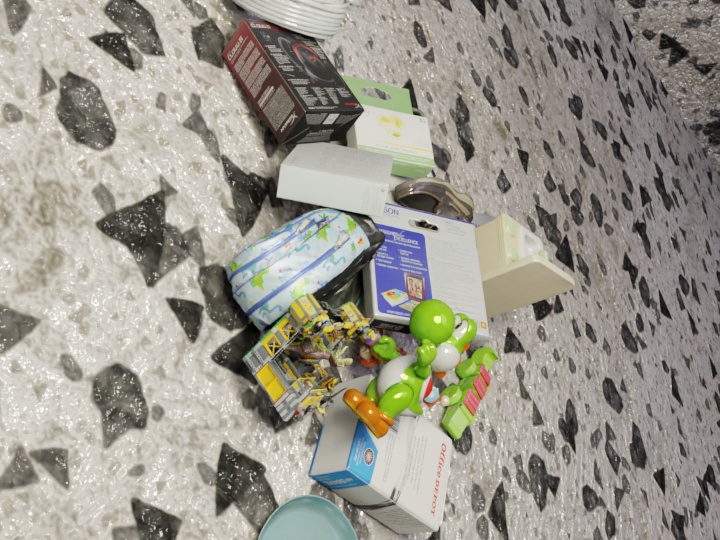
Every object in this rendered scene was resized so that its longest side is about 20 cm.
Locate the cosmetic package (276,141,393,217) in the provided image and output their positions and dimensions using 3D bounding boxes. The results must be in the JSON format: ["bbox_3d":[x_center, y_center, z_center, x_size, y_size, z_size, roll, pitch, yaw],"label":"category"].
[{"bbox_3d":[-0.031,-0.139,1.073,0.200,0.148,0.053,-76,179,-70],"label":"cosmetic package"}]

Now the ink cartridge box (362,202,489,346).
[{"bbox_3d":[0.095,0.004,1.117,0.194,0.047,0.203,11,54,-21],"label":"ink cartridge box"}]

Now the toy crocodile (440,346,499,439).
[{"bbox_3d":[0.194,0.213,1.298,0.068,0.061,0.200,56,40,-14],"label":"toy crocodile"}]

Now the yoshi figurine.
[{"bbox_3d":[0.062,0.113,0.962,0.112,0.200,0.112,44,-10,23],"label":"yoshi figurine"}]

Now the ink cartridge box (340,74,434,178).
[{"bbox_3d":[0.043,-0.257,1.254,0.143,0.048,0.203,7,61,-23],"label":"ink cartridge box"}]

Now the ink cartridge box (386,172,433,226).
[{"bbox_3d":[0.060,-0.123,1.288,0.199,0.066,0.117,-29,95,-51],"label":"ink cartridge box"}]

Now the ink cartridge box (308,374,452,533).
[{"bbox_3d":[0.036,0.269,1.065,0.200,0.084,0.148,42,45,-29],"label":"ink cartridge box"}]

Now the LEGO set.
[{"bbox_3d":[-0.047,0.121,0.956,0.116,0.153,0.200,51,5,20],"label":"LEGO set"}]

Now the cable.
[{"bbox_3d":[-0.117,-0.431,1.153,0.198,0.070,0.200,30,27,11],"label":"cable"}]

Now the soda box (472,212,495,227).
[{"bbox_3d":[0.213,-0.071,1.451,0.198,0.063,0.070,4,69,-49],"label":"soda box"}]

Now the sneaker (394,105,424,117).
[{"bbox_3d":[0.043,-0.269,1.327,0.199,0.079,0.075,-20,90,-50],"label":"sneaker"}]

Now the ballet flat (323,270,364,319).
[{"bbox_3d":[0.000,0.000,1.143,0.068,0.068,0.201,35,56,5],"label":"ballet flat"}]

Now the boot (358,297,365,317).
[{"bbox_3d":[0.087,0.013,1.199,0.200,0.143,0.073,-40,105,-49],"label":"boot"}]

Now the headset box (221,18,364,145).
[{"bbox_3d":[-0.107,-0.296,1.132,0.148,0.075,0.202,-17,69,-52],"label":"headset box"}]

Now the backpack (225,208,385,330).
[{"bbox_3d":[-0.086,-0.003,1.004,0.154,0.162,0.201,46,54,-15],"label":"backpack"}]

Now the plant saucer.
[{"bbox_3d":[-0.069,0.390,0.932,0.198,0.027,0.204,24,57,-42],"label":"plant saucer"}]

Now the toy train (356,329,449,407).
[{"bbox_3d":[0.050,0.146,1.093,0.150,0.056,0.200,42,1,-9],"label":"toy train"}]

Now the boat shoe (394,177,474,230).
[{"bbox_3d":[0.135,-0.104,1.257,0.198,0.074,0.075,12,65,-45],"label":"boat shoe"}]

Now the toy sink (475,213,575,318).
[{"bbox_3d":[0.246,-0.012,1.260,0.129,0.198,0.114,25,54,-38],"label":"toy sink"}]
